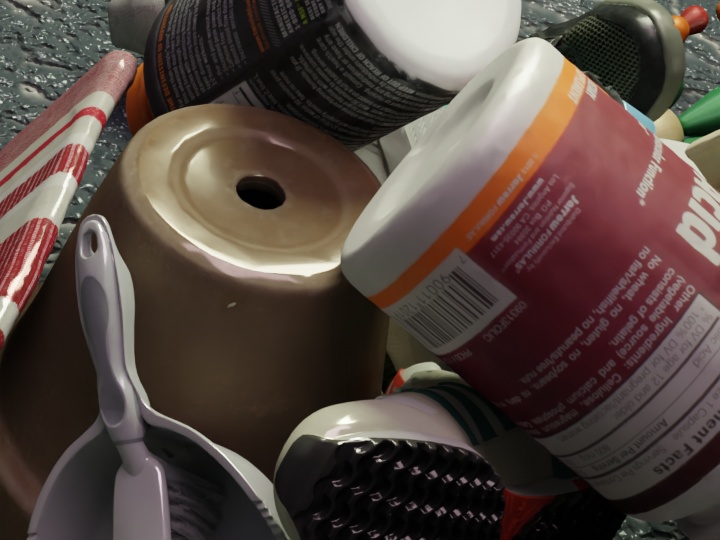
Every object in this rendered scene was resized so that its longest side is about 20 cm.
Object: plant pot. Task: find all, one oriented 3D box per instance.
[{"bbox_3d":[-0.063,0.027,0.687,0.199,0.175,0.201,12,40,-10],"label":"plant pot"}]

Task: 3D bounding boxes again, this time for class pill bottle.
[{"bbox_3d":[-0.029,-0.100,0.725,0.106,0.200,0.107,13,68,-35],"label":"pill bottle"},{"bbox_3d":[0.101,0.019,0.593,0.200,0.114,0.114,40,40,-8],"label":"pill bottle"}]

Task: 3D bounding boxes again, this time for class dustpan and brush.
[{"bbox_3d":[-0.078,0.081,0.586,0.057,0.139,0.201,15,66,-58],"label":"dustpan and brush"}]

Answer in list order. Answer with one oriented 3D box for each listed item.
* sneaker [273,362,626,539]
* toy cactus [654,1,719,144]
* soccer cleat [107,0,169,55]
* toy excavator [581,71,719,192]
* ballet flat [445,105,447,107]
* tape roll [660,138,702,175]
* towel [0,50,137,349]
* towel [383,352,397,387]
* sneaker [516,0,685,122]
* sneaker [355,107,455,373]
[{"bbox_3d":[0.021,0.075,0.616,0.199,0.071,0.093,16,19,-49],"label":"sneaker"},{"bbox_3d":[0.212,-0.091,1.021,0.164,0.103,0.200,-19,55,-14],"label":"toy cactus"},{"bbox_3d":[-0.064,-0.151,0.967,0.199,0.086,0.070,1,85,-47],"label":"soccer cleat"},{"bbox_3d":[0.131,-0.020,0.781,0.200,0.100,0.195,33,54,-29],"label":"toy excavator"},{"bbox_3d":[0.016,-0.066,0.883,0.199,0.069,0.071,19,79,16],"label":"ballet flat"},{"bbox_3d":[0.184,0.016,0.886,0.201,0.071,0.203,13,41,-11],"label":"tape roll"},{"bbox_3d":[-0.168,-0.002,0.706,0.023,0.144,0.200,40,35,-22],"label":"towel"},{"bbox_3d":[-0.014,-0.014,0.874,0.086,0.018,0.200,-22,56,-40],"label":"towel"},{"bbox_3d":[0.094,-0.102,0.914,0.114,0.199,0.077,-20,98,-28],"label":"sneaker"},{"bbox_3d":[0.000,0.000,0.811,0.074,0.115,0.201,11,64,-58],"label":"sneaker"}]
